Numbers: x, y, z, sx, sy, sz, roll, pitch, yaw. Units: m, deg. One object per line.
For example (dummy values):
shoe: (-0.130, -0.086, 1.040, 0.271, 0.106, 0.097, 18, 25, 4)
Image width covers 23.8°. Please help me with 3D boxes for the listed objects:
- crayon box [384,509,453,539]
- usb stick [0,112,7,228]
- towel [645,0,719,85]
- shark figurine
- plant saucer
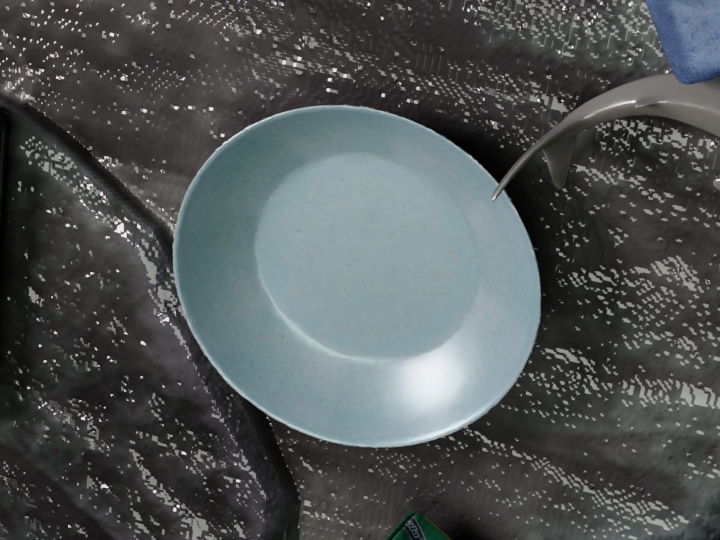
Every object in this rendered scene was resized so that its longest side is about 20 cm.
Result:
crayon box: (0.066, 0.248, 0.977, 0.200, 0.058, 0.119, 41, 129, 7)
usb stick: (-0.233, -0.006, 0.979, 0.055, 0.033, 0.201, 11, 118, 2)
towel: (0.163, -0.191, 0.767, 0.111, 0.049, 0.201, -12, 111, 21)
shark figurine: (0.180, -0.058, 0.810, 0.214, 0.090, 0.129, 16, 118, 5)
plant saucer: (0.000, 0.000, 0.914, 0.200, 0.039, 0.202, 6, 117, 13)
